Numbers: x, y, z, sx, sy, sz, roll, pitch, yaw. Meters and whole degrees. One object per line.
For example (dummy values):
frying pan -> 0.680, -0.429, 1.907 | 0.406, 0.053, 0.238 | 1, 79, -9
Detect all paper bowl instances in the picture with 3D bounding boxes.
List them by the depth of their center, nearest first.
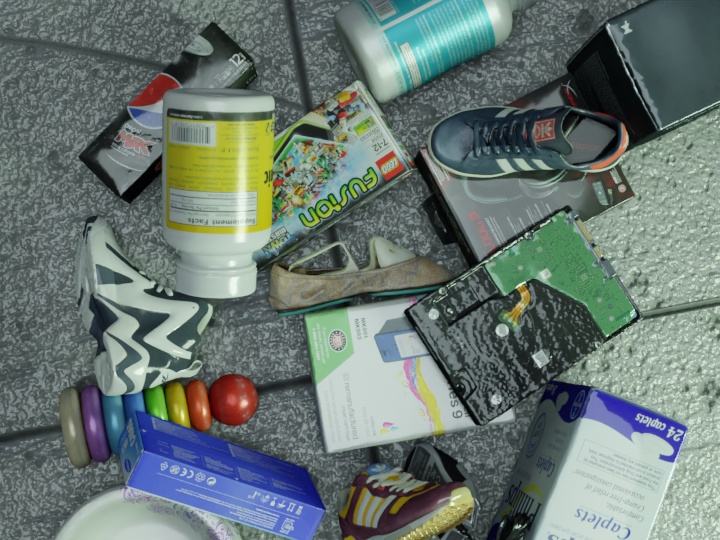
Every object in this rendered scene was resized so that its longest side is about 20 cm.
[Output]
paper bowl -> -0.214, 0.311, 1.272 | 0.200, 0.104, 0.201 | 0, 87, -2

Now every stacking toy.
stacking toy -> -0.206, 0.144, 1.301 | 0.200, 0.085, 0.086 | -11, 87, -8

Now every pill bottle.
pill bottle -> -0.143, -0.078, 1.252 | 0.111, 0.111, 0.200 | 3, 103, -1
pill bottle -> 0.081, -0.264, 1.312 | 0.200, 0.111, 0.111 | -27, 87, -3

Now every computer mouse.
computer mouse -> 0.102, 0.239, 1.256 | 0.044, 0.200, 0.110 | 9, 112, -27

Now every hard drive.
hard drive -> 0.162, 0.044, 1.252 | 0.200, 0.038, 0.140 | -33, 89, -7

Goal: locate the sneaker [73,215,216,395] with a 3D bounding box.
sneaker -> -0.220, 0.032, 1.309 | 0.129, 0.080, 0.199 | -2, 54, -30

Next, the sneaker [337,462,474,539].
sneaker -> 0.034, 0.228, 1.244 | 0.075, 0.200, 0.090 | -3, 67, -37

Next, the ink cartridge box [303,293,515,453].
ink cartridge box -> 0.049, 0.101, 1.300 | 0.200, 0.088, 0.146 | -8, 86, -5

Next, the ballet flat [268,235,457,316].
ballet flat -> 0.000, 0.000, 1.312 | 0.200, 0.068, 0.067 | -10, 96, -3

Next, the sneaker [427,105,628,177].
sneaker -> 0.168, -0.134, 1.242 | 0.200, 0.085, 0.075 | -3, 86, -2

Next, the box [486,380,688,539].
box -> 0.218, 0.221, 1.248 | 0.105, 0.184, 0.200 | 22, 86, -3

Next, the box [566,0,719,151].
box -> 0.337, -0.219, 1.272 | 0.200, 0.197, 0.124 | -26, 87, -2

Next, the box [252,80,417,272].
box -> -0.053, -0.097, 1.309 | 0.200, 0.035, 0.110 | -33, 87, 13

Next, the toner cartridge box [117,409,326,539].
toner cartridge box -> -0.139, 0.206, 1.250 | 0.200, 0.095, 0.043 | 23, 100, -21

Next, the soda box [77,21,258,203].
soda box -> -0.200, -0.164, 1.318 | 0.063, 0.071, 0.200 | 44, 86, 2

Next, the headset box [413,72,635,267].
headset box -> 0.161, -0.093, 1.320 | 0.200, 0.077, 0.149 | -27, 87, -4
